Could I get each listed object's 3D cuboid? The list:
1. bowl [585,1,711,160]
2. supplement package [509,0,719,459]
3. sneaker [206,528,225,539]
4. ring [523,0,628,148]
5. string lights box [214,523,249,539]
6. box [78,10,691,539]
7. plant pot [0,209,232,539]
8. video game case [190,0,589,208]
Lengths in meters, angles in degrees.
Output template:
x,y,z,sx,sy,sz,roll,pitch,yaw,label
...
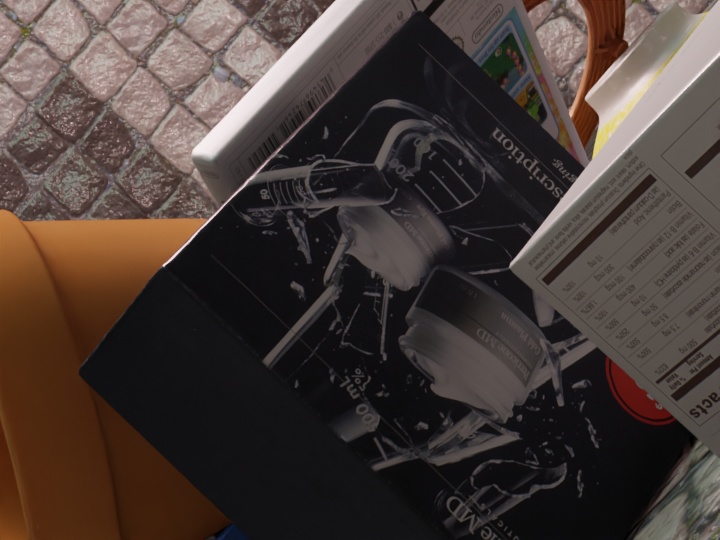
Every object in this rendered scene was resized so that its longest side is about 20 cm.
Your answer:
x,y,z,sx,sy,sz,roll,pitch,yaw,label
0.199,-0.095,1.186,0.200,0.108,0.200,-48,1,1,bowl
0.170,-0.058,0.656,0.200,0.111,0.156,-49,1,-43,supplement package
-0.075,0.140,1.112,0.074,0.089,0.201,-32,-44,-12,sneaker
0.104,-0.101,1.186,0.200,0.019,0.201,-37,-37,-34,ring
-0.039,0.175,1.022,0.200,0.103,0.059,-48,-1,7,string lights box
0.026,0.034,0.797,0.182,0.200,0.104,-48,2,-36,box
-0.118,0.057,0.941,0.139,0.201,0.200,-16,-11,-19,plant pot
0.023,-0.052,0.951,0.024,0.183,0.200,14,54,43,video game case
